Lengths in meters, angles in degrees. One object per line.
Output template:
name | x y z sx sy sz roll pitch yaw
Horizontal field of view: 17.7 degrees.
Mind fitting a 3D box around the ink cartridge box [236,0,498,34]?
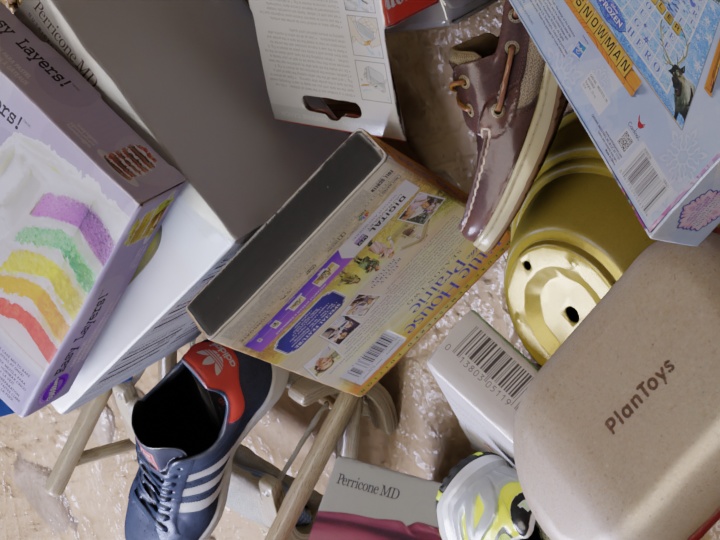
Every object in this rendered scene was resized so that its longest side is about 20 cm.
ink cartridge box | -0.009 -0.216 1.361 0.199 0.084 0.145 0 114 49

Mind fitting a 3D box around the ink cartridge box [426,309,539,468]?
ink cartridge box | 0.124 0.118 1.419 0.161 0.050 0.200 42 175 21

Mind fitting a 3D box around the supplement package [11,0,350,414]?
supplement package | -0.143 -0.060 1.395 0.192 0.147 0.200 51 128 5

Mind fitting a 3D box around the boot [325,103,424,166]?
boot | -0.047 -0.061 1.493 0.200 0.070 0.146 49 141 -9

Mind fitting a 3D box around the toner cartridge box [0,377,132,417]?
toner cartridge box | -0.216 0.041 1.489 0.043 0.199 0.095 32 117 29

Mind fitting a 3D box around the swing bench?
swing bench | -0.092 0.106 1.613 0.198 0.129 0.201 32 117 31

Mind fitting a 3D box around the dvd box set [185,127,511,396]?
dvd box set | 0.000 0.000 1.358 0.146 0.200 0.029 -46 63 10

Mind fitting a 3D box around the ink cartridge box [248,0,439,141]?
ink cartridge box | -0.014 -0.179 1.285 0.109 0.050 0.201 13 123 41

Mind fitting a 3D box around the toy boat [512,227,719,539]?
toy boat | 0.179 0.076 1.253 0.200 0.130 0.131 -50 57 24

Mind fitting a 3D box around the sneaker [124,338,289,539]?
sneaker | -0.123 0.119 1.502 0.075 0.084 0.201 41 122 25

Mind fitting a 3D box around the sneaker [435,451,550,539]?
sneaker | 0.101 0.210 1.410 0.076 0.075 0.201 26 142 56

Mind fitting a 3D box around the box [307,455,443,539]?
box | 0.026 0.238 1.500 0.127 0.109 0.201 10 77 42

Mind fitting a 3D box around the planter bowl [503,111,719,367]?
planter bowl | 0.144 0.012 1.337 0.200 0.083 0.201 26 130 35

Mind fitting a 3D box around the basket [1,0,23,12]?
basket | -0.168 -0.179 1.576 0.143 0.148 0.201 -131 24 -70

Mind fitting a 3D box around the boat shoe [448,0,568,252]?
boat shoe | 0.083 -0.110 1.296 0.072 0.072 0.201 21 113 6

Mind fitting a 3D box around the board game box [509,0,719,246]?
board game box | 0.172 -0.152 1.137 0.200 0.041 0.201 -49 51 31

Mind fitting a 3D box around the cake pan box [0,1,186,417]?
cake pan box | -0.213 -0.046 1.323 0.200 0.052 0.185 44 125 12
